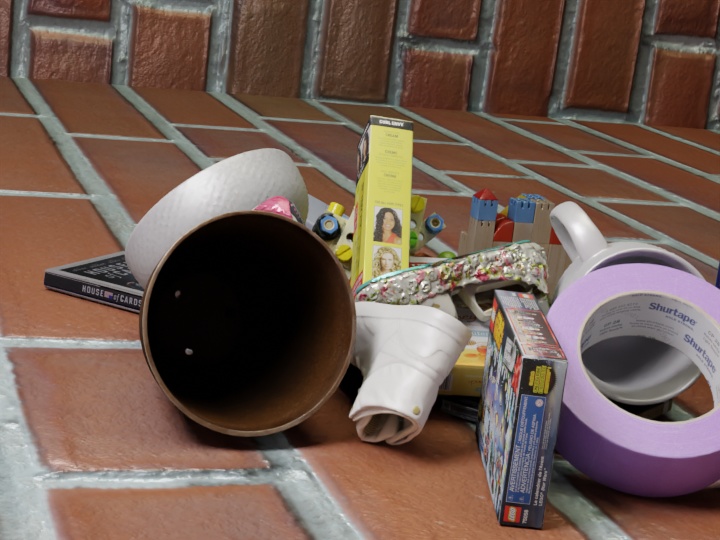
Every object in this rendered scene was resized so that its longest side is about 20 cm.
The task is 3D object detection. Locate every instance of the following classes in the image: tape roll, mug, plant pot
[{"bbox_3d":[0.248,0.092,1.302,0.198,0.066,0.202,3,52,-4],"label":"tape roll"},{"bbox_3d":[0.246,0.022,1.483,0.147,0.201,0.175,-31,5,1],"label":"mug"},{"bbox_3d":[-0.123,0.046,1.351,0.185,0.189,0.200,2,-2,-20],"label":"plant pot"}]

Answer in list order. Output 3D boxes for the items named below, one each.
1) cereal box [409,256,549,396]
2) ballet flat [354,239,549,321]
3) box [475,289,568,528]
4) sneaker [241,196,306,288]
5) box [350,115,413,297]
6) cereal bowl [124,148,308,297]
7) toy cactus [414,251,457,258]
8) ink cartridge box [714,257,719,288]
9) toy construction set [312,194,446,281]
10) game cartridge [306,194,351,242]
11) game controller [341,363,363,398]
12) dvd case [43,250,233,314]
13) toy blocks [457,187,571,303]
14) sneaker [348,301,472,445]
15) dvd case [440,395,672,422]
[{"bbox_3d":[0.114,0.052,1.469,0.142,0.040,0.201,3,31,-5],"label":"cereal box"},{"bbox_3d":[0.094,0.020,1.420,0.198,0.064,0.076,-15,-23,-18],"label":"ballet flat"},{"bbox_3d":[0.129,0.108,1.248,0.039,0.139,0.200,7,13,-3],"label":"box"},{"bbox_3d":[-0.064,-0.002,1.451,0.080,0.201,0.075,21,58,24],"label":"sneaker"},{"bbox_3d":[0.021,-0.050,1.530,0.050,0.202,0.075,7,-23,-10],"label":"box"},{"bbox_3d":[-0.131,-0.028,1.510,0.199,0.200,0.084,-12,63,-53],"label":"cereal bowl"},{"bbox_3d":[0.130,0.049,1.650,0.198,0.103,0.165,1,33,-31],"label":"toy cactus"},{"bbox_3d":[0.585,-0.007,2.041,0.198,0.101,0.039,5,15,-4],"label":"ink cartridge box"},{"bbox_3d":[0.000,0.000,1.595,0.130,0.201,0.092,26,-27,-2],"label":"toy construction set"},{"bbox_3d":[-0.001,-0.020,1.758,0.199,0.041,0.133,32,10,-8],"label":"game cartridge"},{"bbox_3d":[0.068,0.087,1.470,0.198,0.043,0.104,-8,17,-23],"label":"game controller"},{"bbox_3d":[-0.230,0.018,1.688,0.198,0.025,0.150,14,15,25],"label":"dvd case"},{"bbox_3d":[0.200,-0.033,1.870,0.198,0.138,0.100,3,14,-18],"label":"toy blocks"},{"bbox_3d":[0.012,0.094,1.340,0.073,0.116,0.200,33,-16,-19],"label":"sneaker"},{"bbox_3d":[0.191,0.130,1.453,0.148,0.016,0.199,15,16,34],"label":"dvd case"}]
